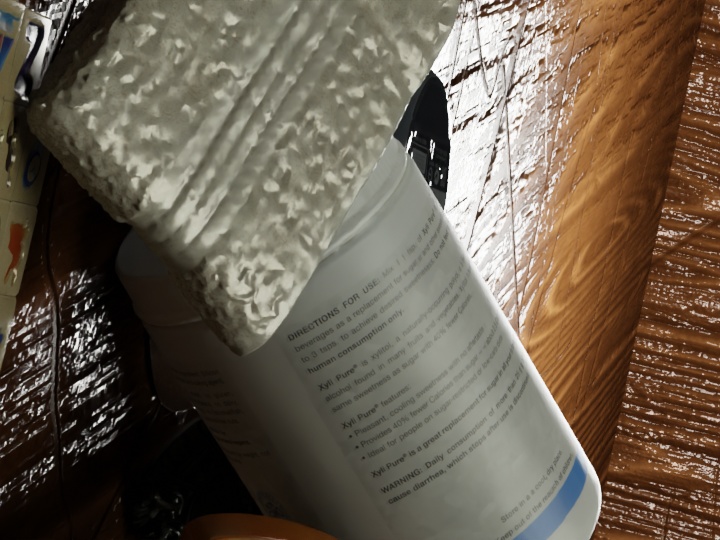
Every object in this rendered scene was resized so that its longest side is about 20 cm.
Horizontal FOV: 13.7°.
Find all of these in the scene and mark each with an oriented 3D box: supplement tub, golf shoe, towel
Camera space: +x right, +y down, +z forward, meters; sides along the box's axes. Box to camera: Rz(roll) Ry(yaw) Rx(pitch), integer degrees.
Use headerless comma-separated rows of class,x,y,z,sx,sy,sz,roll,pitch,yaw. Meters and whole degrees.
supplement tub,0.002,0.047,1.242,0.201,0.131,0.132,60,30,-19
golf shoe,-0.061,0.101,1.387,0.200,0.077,0.095,104,1,-55
towel,-0.039,-0.085,1.122,0.133,0.034,0.201,48,55,-27

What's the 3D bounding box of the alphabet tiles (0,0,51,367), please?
alphabet tiles,-0.143,0.005,1.018,0.166,0.006,0.201,12,91,-79

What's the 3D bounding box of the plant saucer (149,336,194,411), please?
plant saucer,-0.049,-0.030,1.379,0.200,0.034,0.202,12,90,-78

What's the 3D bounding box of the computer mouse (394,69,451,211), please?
computer mouse,0.000,0.000,1.411,0.138,0.052,0.202,30,67,-69

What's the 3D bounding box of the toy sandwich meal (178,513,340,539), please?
toy sandwich meal,-0.063,0.190,1.191,0.070,0.204,0.206,-129,-142,-50
